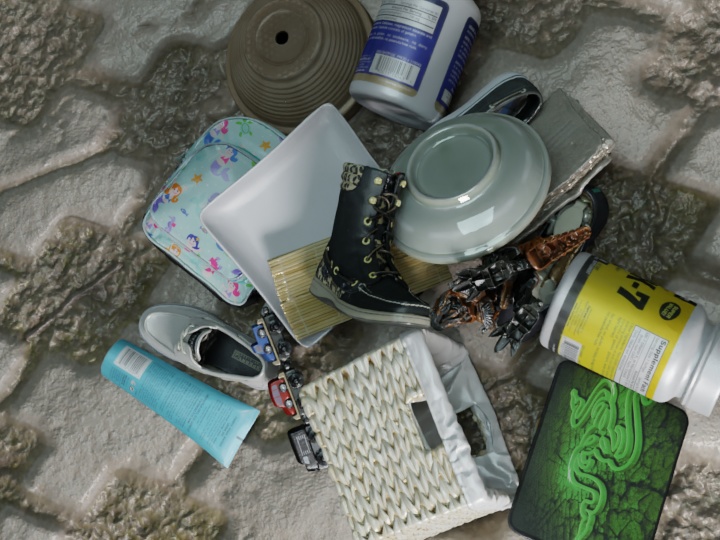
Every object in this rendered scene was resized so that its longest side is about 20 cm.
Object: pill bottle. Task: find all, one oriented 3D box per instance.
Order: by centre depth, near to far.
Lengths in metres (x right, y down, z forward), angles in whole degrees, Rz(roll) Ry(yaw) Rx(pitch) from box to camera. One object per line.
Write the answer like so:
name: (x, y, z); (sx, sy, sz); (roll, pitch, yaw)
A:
pill bottle: (0.304, 0.071, 1.461); (0.198, 0.114, 0.116); (26, 88, 15)
pill bottle: (0.074, -0.279, 1.594); (0.118, 0.120, 0.203); (20, 86, 19)

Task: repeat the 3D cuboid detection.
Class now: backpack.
backpack: (-0.146, -0.079, 1.611); (0.177, 0.151, 0.201); (38, 83, 7)

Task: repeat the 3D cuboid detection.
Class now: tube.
tube: (-0.222, 0.153, 1.643); (0.198, 0.050, 0.078); (30, 93, 15)

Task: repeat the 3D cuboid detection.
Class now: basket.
basket: (0.059, 0.188, 1.470); (0.159, 0.200, 0.201); (-26, 73, 12)

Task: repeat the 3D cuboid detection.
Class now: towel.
towel: (0.190, -0.110, 1.547); (0.199, 0.034, 0.133); (-40, 41, 9)

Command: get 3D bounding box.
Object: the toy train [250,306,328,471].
toy train: (-0.084, 0.140, 1.572); (0.045, 0.034, 0.203); (-20, 97, -3)

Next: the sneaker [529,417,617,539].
sneaker: (0.237, 0.257, 1.481); (0.086, 0.076, 0.203); (-7, 80, -2)

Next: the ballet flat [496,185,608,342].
ballet flat: (0.212, -0.011, 1.530); (0.073, 0.073, 0.201); (33, 91, 19)

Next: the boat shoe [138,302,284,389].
boat shoe: (-0.188, 0.090, 1.631); (0.198, 0.066, 0.073); (26, 88, 19)

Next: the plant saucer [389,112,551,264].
plant saucer: (0.105, -0.103, 1.461); (0.197, 0.050, 0.202); (-14, 50, 17)

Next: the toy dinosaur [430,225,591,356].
toy dinosaur: (0.154, 0.007, 1.462); (0.101, 0.136, 0.201); (34, 115, -2)

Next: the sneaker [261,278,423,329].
sneaker: (-0.025, 0.012, 1.602); (0.197, 0.073, 0.086); (-15, 65, 7)

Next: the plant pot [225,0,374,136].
plant pot: (-0.081, -0.270, 1.653); (0.198, 0.093, 0.204); (-3, 78, 15)

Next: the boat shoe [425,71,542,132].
boat shoe: (0.126, -0.150, 1.556); (0.200, 0.069, 0.057); (-44, 35, -1)

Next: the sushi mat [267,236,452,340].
sushi mat: (0.000, 0.000, 1.525); (0.197, 0.012, 0.097); (-20, 101, -10)

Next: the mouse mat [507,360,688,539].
mouse mat: (0.257, 0.214, 1.456); (0.159, 0.008, 0.202); (22, 70, -2)

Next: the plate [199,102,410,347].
plate: (-0.051, -0.050, 1.532); (0.200, 0.032, 0.200); (-41, 103, -7)

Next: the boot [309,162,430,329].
boot: (0.018, -0.028, 1.415); (0.203, 0.073, 0.156); (22, 100, 59)
